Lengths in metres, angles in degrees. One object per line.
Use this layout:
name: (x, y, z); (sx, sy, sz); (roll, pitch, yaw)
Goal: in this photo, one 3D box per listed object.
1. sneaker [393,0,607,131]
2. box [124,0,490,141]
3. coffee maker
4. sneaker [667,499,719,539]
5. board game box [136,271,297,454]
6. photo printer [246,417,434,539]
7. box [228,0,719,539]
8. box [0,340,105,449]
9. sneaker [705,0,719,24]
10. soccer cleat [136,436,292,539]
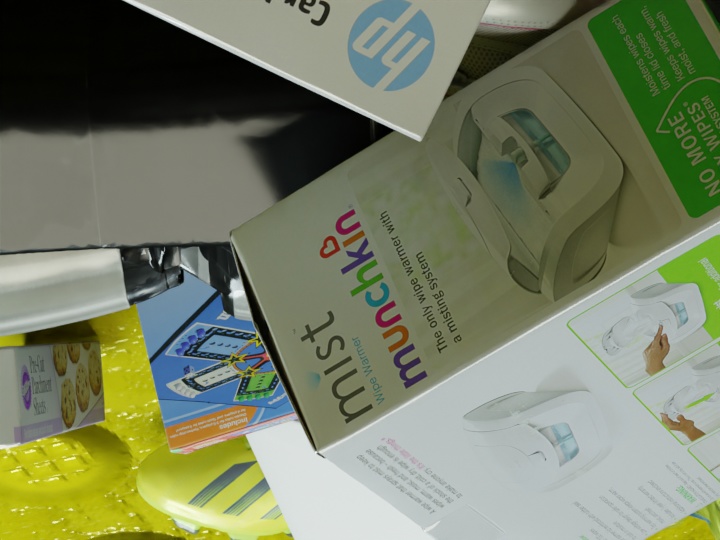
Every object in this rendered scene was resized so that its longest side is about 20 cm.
sneaker: (0.052, -0.065, 0.789); (0.081, 0.089, 0.200); (14, 173, 14)
box: (-0.009, -0.160, 0.632); (0.155, 0.041, 0.201); (24, 98, -22)
coffee maker: (-0.088, -0.057, 0.806); (0.199, 0.135, 0.193); (-5, 145, -2)
sneaker: (0.136, 0.070, 1.072); (0.199, 0.105, 0.076); (28, 120, 9)
board game box: (0.000, 0.000, 0.930); (0.199, 0.104, 0.019); (-18, 167, 17)
photo printer: (0.040, 0.120, 1.000); (0.166, 0.069, 0.201); (17, 143, 37)
box: (0.083, 0.017, 0.775); (0.176, 0.097, 0.200); (-31, 149, 13)
box: (-0.144, 0.052, 0.948); (0.038, 0.042, 0.200); (-6, 178, 3)
sneaker: (0.132, -0.095, 0.837); (0.075, 0.079, 0.201); (-5, 135, -21)
soccer cleat: (-0.011, 0.090, 1.106); (0.199, 0.065, 0.084); (2, 121, -7)
